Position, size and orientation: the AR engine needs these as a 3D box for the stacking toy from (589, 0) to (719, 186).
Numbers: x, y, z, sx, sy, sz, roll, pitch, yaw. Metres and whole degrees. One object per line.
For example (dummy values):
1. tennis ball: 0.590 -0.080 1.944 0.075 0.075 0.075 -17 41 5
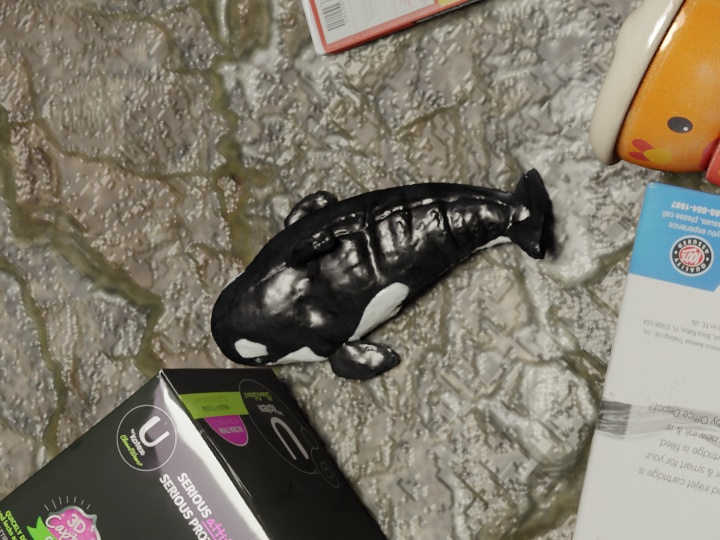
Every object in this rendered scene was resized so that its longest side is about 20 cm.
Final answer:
1. stacking toy: 0.224 -0.076 1.355 0.200 0.146 0.146 30 95 11

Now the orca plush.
1. orca plush: 0.000 0.000 1.465 0.200 0.071 0.105 -8 78 24

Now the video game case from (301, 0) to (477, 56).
1. video game case: 0.042 -0.211 1.479 0.200 0.017 0.143 -18 85 32

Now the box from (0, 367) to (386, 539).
1. box: -0.113 0.155 1.445 0.200 0.149 0.124 -38 77 16

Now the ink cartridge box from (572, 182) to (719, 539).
1. ink cartridge box: 0.196 0.070 1.338 0.145 0.084 0.200 13 93 32
